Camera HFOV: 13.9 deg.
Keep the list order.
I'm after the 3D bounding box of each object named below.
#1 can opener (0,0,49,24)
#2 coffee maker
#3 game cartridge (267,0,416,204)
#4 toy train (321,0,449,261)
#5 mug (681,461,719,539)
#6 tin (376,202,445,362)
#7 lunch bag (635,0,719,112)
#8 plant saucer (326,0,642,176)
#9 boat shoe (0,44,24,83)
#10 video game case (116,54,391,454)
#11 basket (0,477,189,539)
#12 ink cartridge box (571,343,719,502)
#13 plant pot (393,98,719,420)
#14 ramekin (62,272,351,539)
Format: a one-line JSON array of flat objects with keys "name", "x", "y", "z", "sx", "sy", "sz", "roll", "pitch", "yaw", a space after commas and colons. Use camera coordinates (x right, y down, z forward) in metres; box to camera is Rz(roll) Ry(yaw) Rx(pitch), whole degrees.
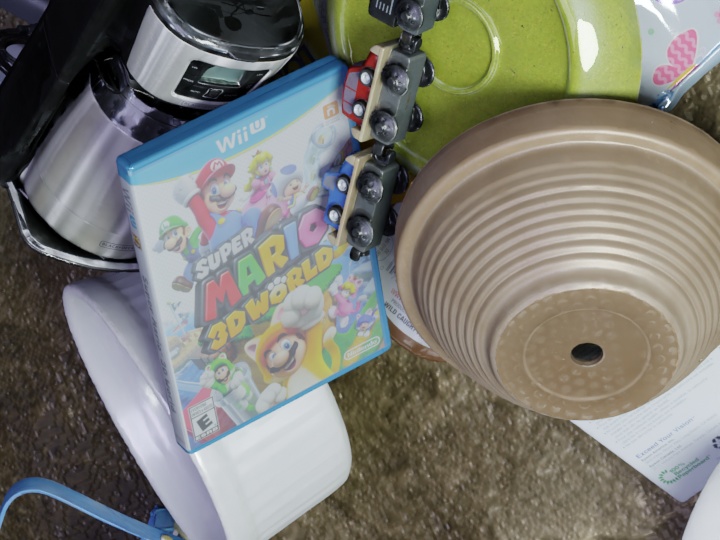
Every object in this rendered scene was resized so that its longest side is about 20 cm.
[{"name": "can opener", "x": -0.237, "y": -0.190, "z": 1.881, "sx": 0.200, "sy": 0.053, "sz": 0.067, "roll": 31, "pitch": 147, "yaw": 15}, {"name": "coffee maker", "x": -0.134, "y": -0.130, "z": 1.681, "sx": 0.192, "sy": 0.135, "sz": 0.200, "roll": 50, "pitch": 131, "yaw": 19}, {"name": "game cartridge", "x": -0.050, "y": -0.125, "z": 1.716, "sx": 0.176, "sy": 0.032, "sz": 0.200, "roll": -13, "pitch": 93, "yaw": 44}, {"name": "toy train", "x": 0.011, "y": -0.095, "z": 1.590, "sx": 0.046, "sy": 0.034, "sz": 0.200, "roll": 30, "pitch": 124, "yaw": 27}, {"name": "mug", "x": 0.275, "y": 0.189, "z": 1.682, "sx": 0.175, "sy": 0.148, "sz": 0.200, "roll": 26, "pitch": 145, "yaw": 21}, {"name": "tin", "x": 0.076, "y": -0.032, "z": 1.698, "sx": 0.112, "sy": 0.042, "sz": 0.200, "roll": 40, "pitch": 116, "yaw": 6}, {"name": "lunch bag", "x": 0.147, "y": -0.199, "z": 1.621, "sx": 0.170, "sy": 0.127, "sz": 0.200, "roll": -43, "pitch": 77, "yaw": 9}, {"name": "plant saucer", "x": 0.057, "y": -0.125, "z": 1.585, "sx": 0.200, "sy": 0.031, "sz": 0.200, "roll": 14, "pitch": 116, "yaw": 31}, {"name": "boat shoe", "x": -0.153, "y": -0.089, "z": 1.851, "sx": 0.200, "sy": 0.062, "sz": 0.072, "roll": 36, "pitch": 149, "yaw": 30}, {"name": "video game case", "x": -0.056, "y": -0.007, "z": 1.644, "sx": 0.018, "sy": 0.143, "sz": 0.200, "roll": 38, "pitch": 147, "yaw": 45}, {"name": "basket", "x": -0.159, "y": 0.237, "z": 1.887, "sx": 0.200, "sy": 0.139, "sz": 0.177, "roll": 21, "pitch": 116, "yaw": -13}, {"name": "ink cartridge box", "x": 0.187, "y": 0.025, "z": 1.669, "sx": 0.200, "sy": 0.041, "sz": 0.200, "roll": 36, "pitch": 123, "yaw": -28}, {"name": "plant pot", "x": 0.117, "y": 0.013, "z": 1.569, "sx": 0.200, "sy": 0.093, "sz": 0.201, "roll": 0, "pitch": 132, "yaw": 0}, {"name": "ramekin", "x": -0.090, "y": 0.074, "z": 1.793, "sx": 0.098, "sy": 0.200, "sz": 0.201, "roll": -30, "pitch": 90, "yaw": -14}]
